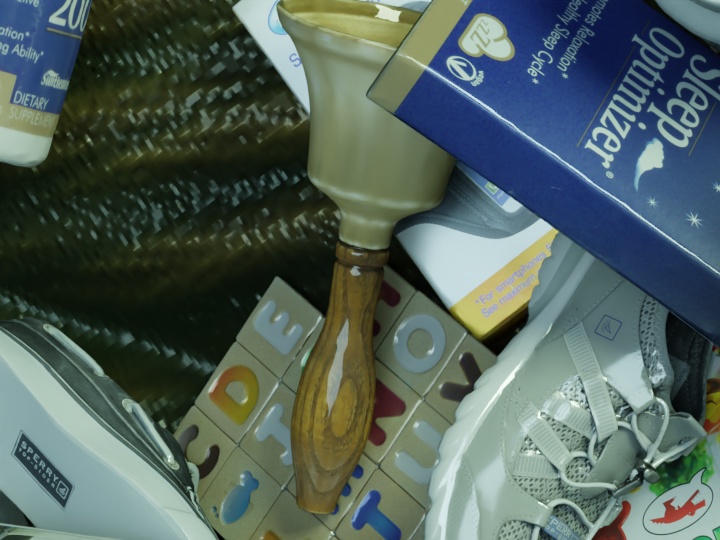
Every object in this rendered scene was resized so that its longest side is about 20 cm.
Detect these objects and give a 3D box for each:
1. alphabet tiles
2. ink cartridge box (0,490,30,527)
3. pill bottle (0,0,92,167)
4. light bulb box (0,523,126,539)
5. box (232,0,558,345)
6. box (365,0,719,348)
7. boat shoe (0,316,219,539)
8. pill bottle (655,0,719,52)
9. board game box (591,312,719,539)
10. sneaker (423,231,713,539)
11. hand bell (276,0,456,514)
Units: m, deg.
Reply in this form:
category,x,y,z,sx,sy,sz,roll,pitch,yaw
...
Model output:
category,x,y,z,sx,sy,sz,roll,pitch,yaw
alphabet tiles,-0.020,0.099,1.232,0.167,0.008,0.200,40,100,38
ink cartridge box,-0.197,0.171,1.273,0.144,0.084,0.201,-31,83,13
pill bottle,-0.158,-0.152,1.255,0.111,0.111,0.201,17,93,14
light bulb box,-0.096,0.211,1.138,0.199,0.125,0.199,6,103,9
box,0.039,-0.083,1.240,0.119,0.041,0.200,-38,83,11
box,0.109,-0.045,1.122,0.200,0.121,0.032,36,130,-3
boat shoe,-0.097,0.093,1.243,0.200,0.068,0.072,43,124,25
pill bottle,0.159,-0.134,1.127,0.113,0.200,0.114,0,89,14
board game box,0.119,0.078,1.190,0.200,0.035,0.127,-30,62,18
sneaker,0.089,0.059,1.145,0.082,0.075,0.201,19,82,35
hand bell,0.000,0.000,1.197,0.104,0.104,0.201,14,104,14
